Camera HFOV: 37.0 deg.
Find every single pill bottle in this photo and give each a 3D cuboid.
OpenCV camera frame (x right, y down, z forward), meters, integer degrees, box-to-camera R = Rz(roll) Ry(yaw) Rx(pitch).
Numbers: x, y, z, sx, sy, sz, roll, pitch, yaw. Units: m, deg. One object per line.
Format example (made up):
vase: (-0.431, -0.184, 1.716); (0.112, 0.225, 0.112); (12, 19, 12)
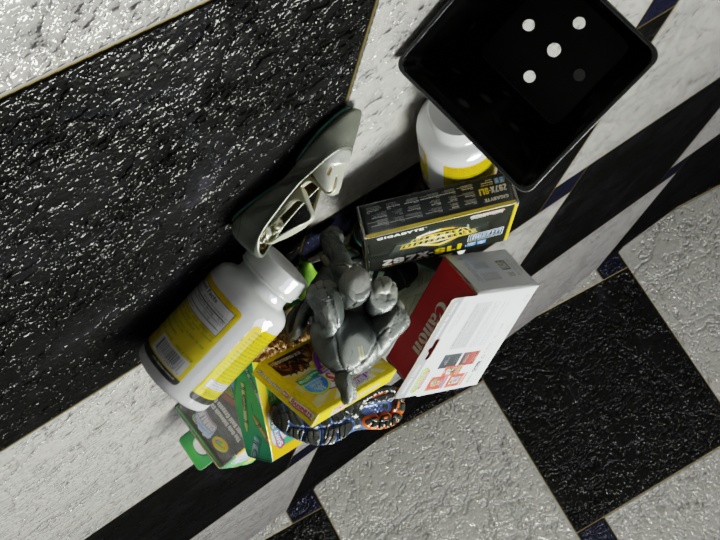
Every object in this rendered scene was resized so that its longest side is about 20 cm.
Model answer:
pill bottle: (0.123, -0.164, 1.342); (0.104, 0.104, 0.200); (-38, 166, -5)
pill bottle: (-0.160, 0.062, 1.283); (0.200, 0.111, 0.111); (-45, 165, 6)

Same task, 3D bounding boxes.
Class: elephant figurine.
elephant figurine: (-0.027, 0.047, 1.366); (0.155, 0.142, 0.200); (-38, -160, -11)

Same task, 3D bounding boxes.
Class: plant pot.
plant pot: (0.195, -0.235, 1.178); (0.200, 0.200, 0.177); (-47, 174, 24)

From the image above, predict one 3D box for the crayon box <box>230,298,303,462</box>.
crayon box: (-0.119, 0.151, 1.508); (0.058, 0.201, 0.119); (4, -159, 42)

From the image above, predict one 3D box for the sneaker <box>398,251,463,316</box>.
sneaker: (0.107, 0.030, 1.632); (0.200, 0.099, 0.075); (-46, 163, -21)

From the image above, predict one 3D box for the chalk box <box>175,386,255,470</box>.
chalk box: (-0.189, 0.223, 1.663); (0.200, 0.125, 0.124); (-42, 165, 10)

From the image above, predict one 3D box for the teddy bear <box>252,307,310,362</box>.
teddy bear: (-0.099, 0.096, 1.415); (0.067, 0.200, 0.145); (-27, -148, 40)

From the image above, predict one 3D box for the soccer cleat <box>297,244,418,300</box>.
soccer cleat: (0.000, 0.000, 1.510); (0.199, 0.067, 0.081); (-12, 118, -31)

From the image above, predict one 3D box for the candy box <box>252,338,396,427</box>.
candy box: (-0.041, 0.129, 1.364); (0.200, 0.102, 0.026); (-22, 149, -58)

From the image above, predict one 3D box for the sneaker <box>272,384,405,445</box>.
sneaker: (-0.036, 0.201, 1.510); (0.199, 0.076, 0.078); (0, 178, -32)

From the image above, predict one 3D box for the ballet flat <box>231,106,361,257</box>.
ballet flat: (-0.058, -0.092, 1.190); (0.200, 0.064, 0.067); (-43, 165, 10)

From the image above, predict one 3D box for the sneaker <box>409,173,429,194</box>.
sneaker: (0.100, -0.097, 1.553); (0.075, 0.071, 0.200); (-32, 163, -8)

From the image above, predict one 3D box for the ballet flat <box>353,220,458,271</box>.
ballet flat: (0.083, -0.043, 1.536); (0.199, 0.068, 0.068); (12, 139, -38)

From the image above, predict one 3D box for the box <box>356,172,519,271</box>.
box: (0.097, -0.060, 1.401); (0.199, 0.050, 0.160); (-13, 166, -2)

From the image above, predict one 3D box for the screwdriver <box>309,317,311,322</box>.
screwdriver: (-0.056, 0.088, 1.790); (0.029, 0.028, 0.200); (-71, 163, 4)

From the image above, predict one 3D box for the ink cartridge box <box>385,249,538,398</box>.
ink cartridge box: (0.127, 0.076, 1.515); (0.175, 0.084, 0.201); (-6, 134, -42)
